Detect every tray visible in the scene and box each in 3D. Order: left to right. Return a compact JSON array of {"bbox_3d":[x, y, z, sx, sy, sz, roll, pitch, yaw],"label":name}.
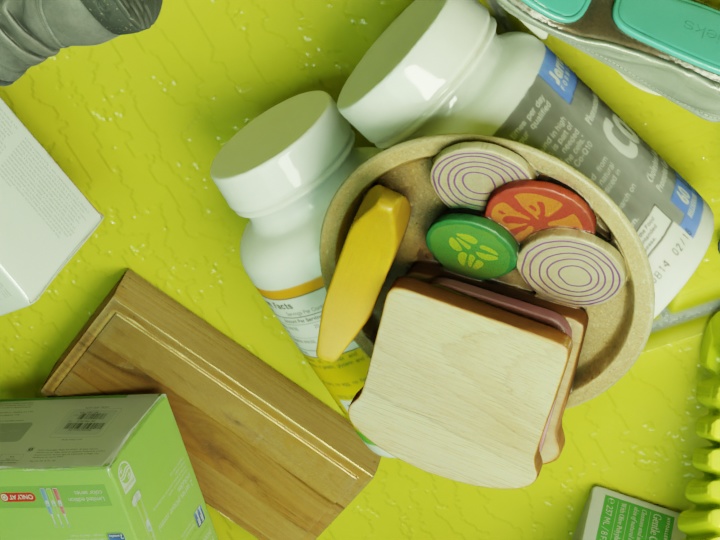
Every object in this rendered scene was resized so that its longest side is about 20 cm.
[{"bbox_3d":[-0.094,0.095,1.515,0.199,0.037,0.099,35,125,-8],"label":"tray"}]

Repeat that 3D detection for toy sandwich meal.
[{"bbox_3d":[0.059,0.022,1.263,0.204,0.070,0.206,10,129,12],"label":"toy sandwich meal"}]

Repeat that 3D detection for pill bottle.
[{"bbox_3d":[0.000,0.000,1.378,0.111,0.111,0.201,-22,115,27],"label":"pill bottle"},{"bbox_3d":[0.089,-0.058,1.313,0.200,0.114,0.114,42,124,-15],"label":"pill bottle"}]

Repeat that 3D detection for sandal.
[{"bbox_3d":[0.234,0.126,1.386,0.086,0.079,0.202,9,93,-10],"label":"sandal"}]

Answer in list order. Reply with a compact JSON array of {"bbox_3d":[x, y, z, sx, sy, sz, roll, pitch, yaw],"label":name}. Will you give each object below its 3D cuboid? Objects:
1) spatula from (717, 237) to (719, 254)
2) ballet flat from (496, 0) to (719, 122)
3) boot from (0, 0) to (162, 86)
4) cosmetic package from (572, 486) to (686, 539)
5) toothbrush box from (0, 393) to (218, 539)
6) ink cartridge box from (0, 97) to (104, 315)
[{"bbox_3d":[0.291,0.032,1.373,0.199,0.021,0.057,31,113,-3],"label":"spatula"},{"bbox_3d":[0.125,-0.137,1.284,0.199,0.068,0.064,28,153,-1],"label":"ballet flat"},{"bbox_3d":[-0.211,-0.198,1.334,0.131,0.070,0.201,-14,114,29],"label":"boot"},{"bbox_3d":[0.220,0.224,1.471,0.199,0.108,0.085,16,127,2],"label":"cosmetic package"},{"bbox_3d":[-0.171,0.184,1.517,0.145,0.086,0.201,-4,118,27],"label":"toothbrush box"},{"bbox_3d":[-0.284,-0.060,1.420,0.175,0.084,0.200,-17,119,47],"label":"ink cartridge box"}]
